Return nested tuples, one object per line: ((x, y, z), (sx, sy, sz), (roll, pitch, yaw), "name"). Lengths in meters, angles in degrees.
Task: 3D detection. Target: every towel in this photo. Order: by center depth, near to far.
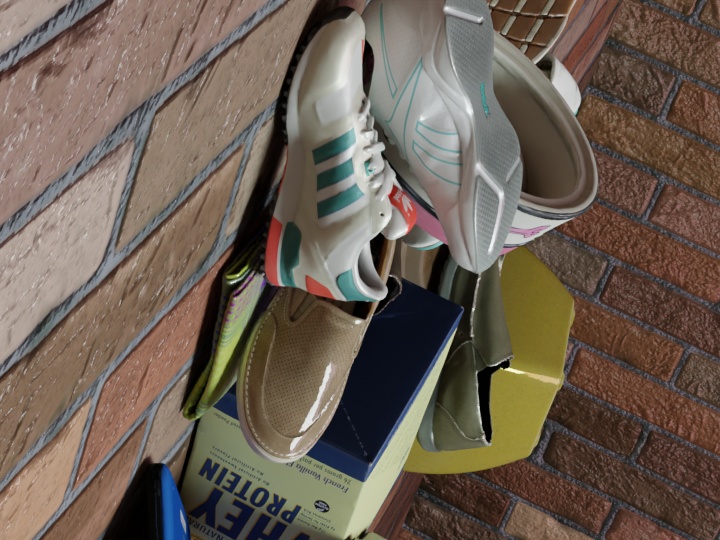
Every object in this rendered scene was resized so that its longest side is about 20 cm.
((-0.064, 0.003, 1.355), (0.200, 0.023, 0.144), (-56, 169, -46), "towel")

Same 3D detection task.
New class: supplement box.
((-0.037, 0.126, 1.494), (0.200, 0.134, 0.200), (-55, 168, -47), "supplement box")

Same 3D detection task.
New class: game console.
((-0.179, 0.242, 1.347), (0.200, 0.117, 0.172), (93, -8, -70), "game console")

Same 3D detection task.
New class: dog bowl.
((0.074, -0.096, 1.379), (0.074, 0.200, 0.200), (-44, -176, 33), "dog bowl")

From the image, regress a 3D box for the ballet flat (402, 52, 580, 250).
((0.093, -0.101, 1.502), (0.200, 0.069, 0.070), (-43, 164, -21), "ballet flat")

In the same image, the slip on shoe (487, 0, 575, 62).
((0.131, -0.221, 1.510), (0.201, 0.076, 0.061), (-57, -172, -15), "slip on shoe")

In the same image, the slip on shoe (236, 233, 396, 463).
((-0.024, 0.034, 1.304), (0.201, 0.076, 0.061), (-66, -159, -10), "slip on shoe")

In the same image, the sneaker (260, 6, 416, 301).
((-0.002, -0.069, 1.223), (0.070, 0.093, 0.201), (-51, 156, -59), "sneaker")

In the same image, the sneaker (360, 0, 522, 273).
((0.052, -0.094, 1.243), (0.070, 0.080, 0.201), (-43, 128, -48), "sneaker")

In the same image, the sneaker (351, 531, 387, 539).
((0.021, 0.249, 1.446), (0.077, 0.088, 0.200), (-64, 171, 7), "sneaker")

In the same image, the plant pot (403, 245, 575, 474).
((0.087, 0.074, 1.786), (0.195, 0.199, 0.196), (-73, -179, -46), "plant pot")

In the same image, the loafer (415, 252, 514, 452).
((0.100, 0.058, 1.603), (0.075, 0.069, 0.201), (3, 98, -68), "loafer")

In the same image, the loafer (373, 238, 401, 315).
((0.000, 0.000, 1.414), (0.200, 0.071, 0.073), (-58, 170, -37), "loafer")

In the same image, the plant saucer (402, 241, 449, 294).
((0.079, -0.057, 1.622), (0.200, 0.029, 0.201), (-49, 151, -40), "plant saucer")
